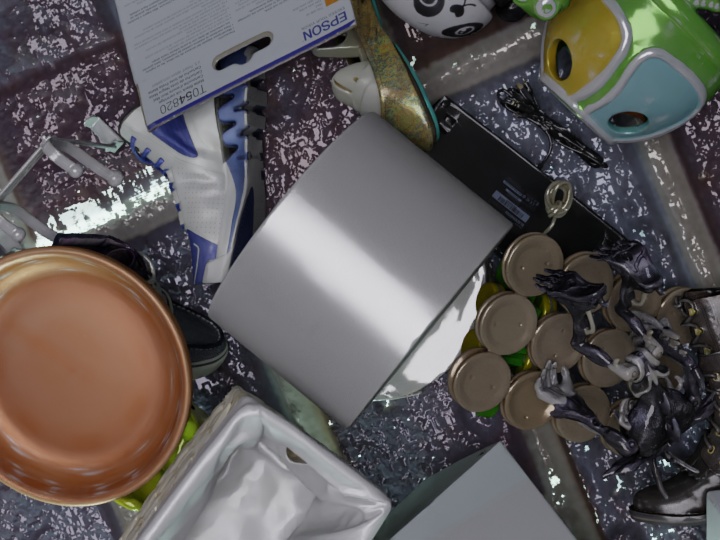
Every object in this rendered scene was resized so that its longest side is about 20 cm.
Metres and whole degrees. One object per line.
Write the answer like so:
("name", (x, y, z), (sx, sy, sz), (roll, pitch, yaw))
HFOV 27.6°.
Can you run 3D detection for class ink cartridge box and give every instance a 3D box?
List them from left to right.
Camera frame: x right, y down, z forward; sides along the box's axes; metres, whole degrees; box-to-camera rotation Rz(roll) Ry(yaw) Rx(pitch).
("ink cartridge box", (-0.103, -0.228, 1.177), (0.199, 0.041, 0.200), (-23, 66, 18))

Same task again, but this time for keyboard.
("keyboard", (0.136, -0.072, 1.193), (0.200, 0.021, 0.127), (38, 88, -6))

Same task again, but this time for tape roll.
("tape roll", (0.000, 0.000, 1.106), (0.139, 0.203, 0.203), (39, 99, 3))
("tape roll", (0.008, 0.009, 1.225), (0.202, 0.037, 0.203), (1, 95, 8))

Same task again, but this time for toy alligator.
("toy alligator", (0.121, 0.018, 1.168), (0.059, 0.054, 0.200), (12, 102, -25))

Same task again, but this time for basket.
("basket", (-0.091, 0.197, 1.068), (0.135, 0.123, 0.200), (37, 90, -10))

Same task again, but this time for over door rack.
("over door rack", (-0.257, -0.047, 1.188), (0.067, 0.200, 0.148), (43, 98, -6))

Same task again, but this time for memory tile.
("memory tile", (0.174, 0.062, 1.163), (0.200, 0.017, 0.154), (18, 99, -26))

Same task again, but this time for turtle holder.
("turtle holder", (0.201, -0.173, 1.107), (0.132, 0.185, 0.141), (-47, 69, 9))

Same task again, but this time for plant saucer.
("plant saucer", (-0.219, 0.077, 1.104), (0.200, 0.037, 0.201), (3, 102, 12))

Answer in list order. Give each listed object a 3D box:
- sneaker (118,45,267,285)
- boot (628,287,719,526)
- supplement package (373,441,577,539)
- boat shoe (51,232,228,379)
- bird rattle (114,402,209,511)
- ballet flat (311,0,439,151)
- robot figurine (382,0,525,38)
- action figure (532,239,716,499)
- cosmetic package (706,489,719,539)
("sneaker", (-0.142, -0.088, 1.228), (0.115, 0.081, 0.200), (3, 88, 13))
("boot", (0.286, 0.099, 1.170), (0.200, 0.069, 0.175), (-20, 94, 0))
("supplement package", (0.078, 0.280, 1.139), (0.191, 0.147, 0.200), (-36, 87, -30))
("boat shoe", (-0.178, 0.029, 1.183), (0.093, 0.200, 0.075), (-54, 45, 29))
("bird rattle", (-0.118, 0.173, 1.197), (0.113, 0.163, 0.200), (-42, 110, 16))
("ballet flat", (-0.002, -0.172, 1.173), (0.071, 0.071, 0.200), (-27, 68, 10))
("robot figurine", (0.094, -0.276, 1.143), (0.150, 0.125, 0.200), (41, 97, 3))
("action figure", (0.200, 0.074, 1.112), (0.119, 0.102, 0.200), (-29, 119, -15))
("cosmetic package", (0.327, 0.268, 1.138), (0.101, 0.071, 0.201), (-7, 111, -6))
